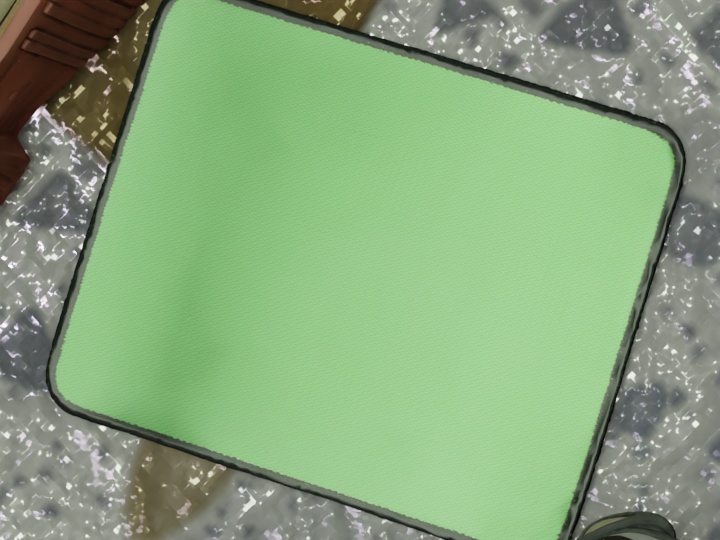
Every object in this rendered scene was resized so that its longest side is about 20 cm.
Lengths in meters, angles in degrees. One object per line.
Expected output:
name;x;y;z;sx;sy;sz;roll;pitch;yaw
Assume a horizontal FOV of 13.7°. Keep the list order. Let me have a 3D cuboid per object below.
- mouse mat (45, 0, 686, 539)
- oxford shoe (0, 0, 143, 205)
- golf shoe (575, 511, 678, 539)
mouse mat;0.000;0.000;1.050;0.199;0.008;0.161;18;90;11
oxford shoe;-0.131;-0.095;1.053;0.074;0.071;0.200;36;90;20
golf shoe;0.032;0.158;0.988;0.078;0.094;0.200;43;98;8
